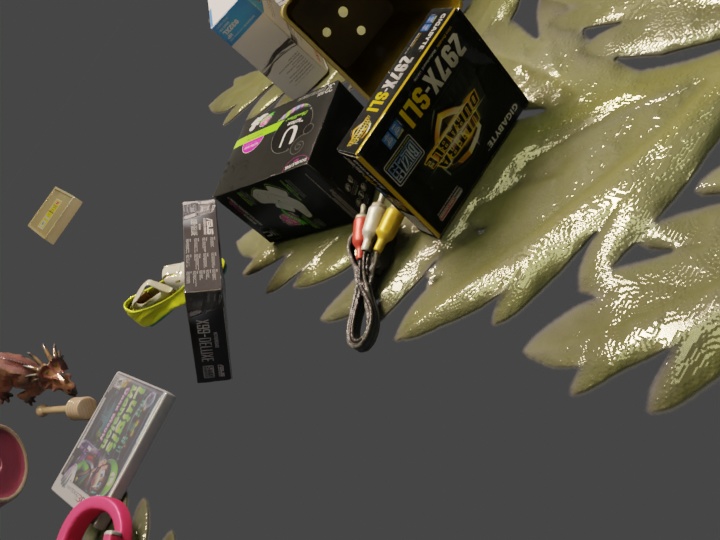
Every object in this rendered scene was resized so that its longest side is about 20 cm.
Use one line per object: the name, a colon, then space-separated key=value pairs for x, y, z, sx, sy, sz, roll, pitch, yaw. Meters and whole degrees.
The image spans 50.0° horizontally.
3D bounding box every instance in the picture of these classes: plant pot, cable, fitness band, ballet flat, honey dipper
plant pot: x=-0.657 y=0.337 z=1.262 sx=0.177 sy=0.201 sz=0.201 roll=-19 pitch=44 yaw=15
cable: x=0.000 y=0.000 z=0.918 sx=0.096 sy=0.050 sz=0.202 roll=-12 pitch=50 yaw=44
fitness band: x=-0.348 y=0.386 z=0.968 sx=0.143 sy=0.037 sz=0.202 roll=-16 pitch=56 yaw=38
ballet flat: x=-0.300 y=0.028 z=1.220 sx=0.199 sy=0.067 sz=0.067 roll=-31 pitch=39 yaw=27
plant pot: x=-0.004 y=-0.393 z=1.165 sx=0.201 sy=0.200 sz=0.176 roll=-50 pitch=24 yaw=1
honey dipper: x=-0.500 y=0.232 z=1.293 sx=0.199 sy=0.038 sz=0.038 roll=-11 pitch=51 yaw=45

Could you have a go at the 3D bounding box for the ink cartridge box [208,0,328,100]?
ink cartridge box: x=-0.161 y=-0.407 z=1.334 sx=0.084 sy=0.199 sz=0.146 roll=-40 pitch=36 yaw=18

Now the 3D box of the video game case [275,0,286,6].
video game case: x=-0.095 y=-0.616 z=1.601 sx=0.199 sy=0.022 sz=0.184 roll=-8 pitch=54 yaw=46

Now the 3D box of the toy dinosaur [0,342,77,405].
toy dinosaur: x=-0.584 y=0.173 z=1.330 sx=0.136 sy=0.198 sz=0.087 roll=128 pitch=147 yaw=-58

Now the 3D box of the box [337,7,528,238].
box: x=0.086 y=-0.165 z=0.874 sx=0.201 sy=0.159 sz=0.049 roll=-55 pitch=35 yaw=-7

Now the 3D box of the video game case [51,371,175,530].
video game case: x=-0.365 y=0.254 z=1.131 sx=0.181 sy=0.023 sz=0.202 roll=6 pitch=64 yaw=50

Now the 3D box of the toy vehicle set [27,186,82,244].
toy vehicle set: x=-0.766 y=-0.140 z=1.933 sx=0.199 sy=0.026 sz=0.125 roll=21 pitch=76 yaw=54

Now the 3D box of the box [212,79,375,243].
box: x=-0.081 y=-0.145 z=1.078 sx=0.199 sy=0.124 sz=0.150 roll=-11 pitch=51 yaw=41

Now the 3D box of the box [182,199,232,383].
box: x=-0.209 y=0.024 z=1.050 sx=0.049 sy=0.159 sz=0.201 roll=-5 pitch=39 yaw=-9
